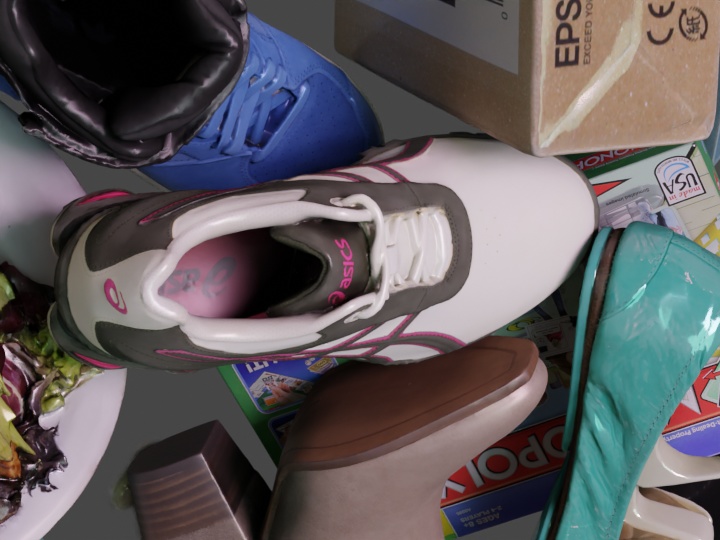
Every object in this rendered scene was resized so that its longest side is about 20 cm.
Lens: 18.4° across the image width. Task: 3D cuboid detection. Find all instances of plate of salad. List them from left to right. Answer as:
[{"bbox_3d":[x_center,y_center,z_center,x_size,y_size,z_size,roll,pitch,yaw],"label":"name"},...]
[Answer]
[{"bbox_3d":[-0.167,0.009,0.710,0.200,0.048,0.200,10,63,-21],"label":"plate of salad"}]

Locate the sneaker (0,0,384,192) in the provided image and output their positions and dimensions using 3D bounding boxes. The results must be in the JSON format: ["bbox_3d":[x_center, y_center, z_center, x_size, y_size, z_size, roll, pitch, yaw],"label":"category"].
[{"bbox_3d":[-0.057,-0.061,0.764,0.200,0.111,0.077,29,92,-33],"label":"sneaker"}]

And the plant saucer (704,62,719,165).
[{"bbox_3d":[0.155,-0.144,0.872,0.070,0.019,0.200,-42,142,-59],"label":"plant saucer"}]

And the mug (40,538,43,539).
[{"bbox_3d":[-0.173,0.119,0.759,0.152,0.114,0.185,-10,111,-25],"label":"mug"}]

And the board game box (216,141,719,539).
[{"bbox_3d":[0.055,0.032,0.844,0.200,0.029,0.135,-20,119,15],"label":"board game box"}]

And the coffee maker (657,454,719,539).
[{"bbox_3d":[0.196,0.070,0.929,0.200,0.135,0.192,-46,125,-6],"label":"coffee maker"}]

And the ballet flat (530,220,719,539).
[{"bbox_3d":[0.100,0.075,0.806,0.067,0.070,0.200,-56,160,-53],"label":"ballet flat"}]

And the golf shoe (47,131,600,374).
[{"bbox_3d":[0.000,0.000,0.728,0.200,0.088,0.077,-11,96,-23],"label":"golf shoe"}]

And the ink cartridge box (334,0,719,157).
[{"bbox_3d":[0.054,-0.155,0.760,0.075,0.165,0.200,-8,110,-23],"label":"ink cartridge box"}]

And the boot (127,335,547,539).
[{"bbox_3d":[0.008,0.112,0.831,0.146,0.200,0.070,61,34,-18],"label":"boot"}]
